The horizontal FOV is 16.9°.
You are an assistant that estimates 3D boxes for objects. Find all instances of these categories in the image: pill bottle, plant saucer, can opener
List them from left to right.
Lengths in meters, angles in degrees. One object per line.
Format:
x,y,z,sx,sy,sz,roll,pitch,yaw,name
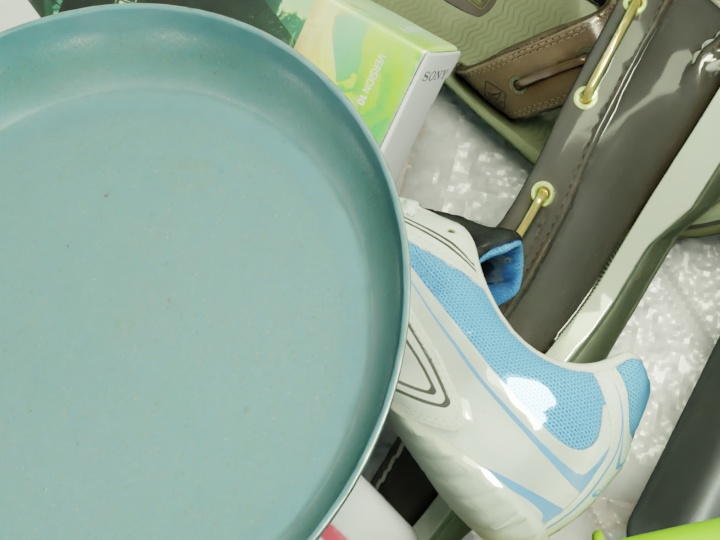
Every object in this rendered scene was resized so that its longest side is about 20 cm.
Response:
-0.086,0.114,0.704,0.200,0.109,0.109,-46,71,-3,pill bottle
-0.077,0.021,0.664,0.199,0.027,0.201,-8,64,17,plant saucer
0.136,0.015,0.786,0.066,0.053,0.201,3,59,42,can opener

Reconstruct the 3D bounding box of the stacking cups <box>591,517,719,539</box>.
0.130,0.090,0.683,0.199,0.061,0.061,-12,66,0,stacking cups

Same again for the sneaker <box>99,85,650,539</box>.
0.000,0.000,0.708,0.200,0.072,0.072,40,76,24,sneaker

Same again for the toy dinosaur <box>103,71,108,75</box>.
-0.165,-0.048,0.780,0.200,0.058,0.101,-35,97,25,toy dinosaur

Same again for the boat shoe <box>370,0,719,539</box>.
0.057,0.000,0.752,0.060,0.072,0.202,36,98,13,boat shoe

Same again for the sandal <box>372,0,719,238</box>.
0.066,-0.077,0.805,0.201,0.057,0.080,32,77,24,sandal

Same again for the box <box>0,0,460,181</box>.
-0.085,-0.053,0.786,0.199,0.036,0.145,29,106,14,box
